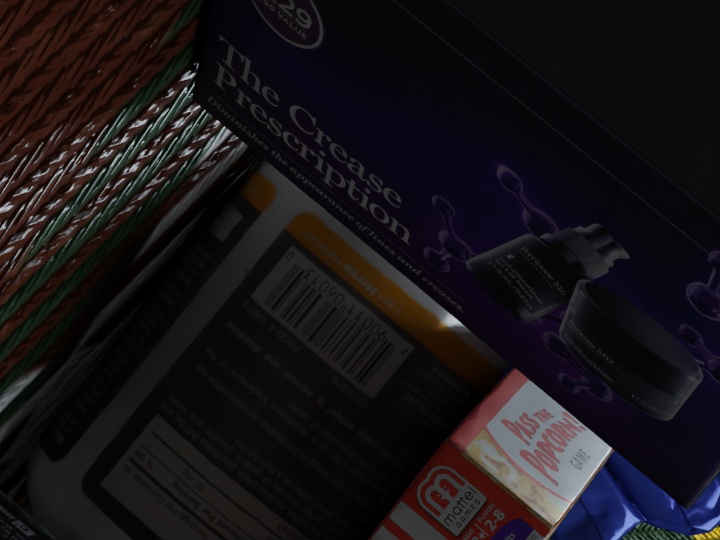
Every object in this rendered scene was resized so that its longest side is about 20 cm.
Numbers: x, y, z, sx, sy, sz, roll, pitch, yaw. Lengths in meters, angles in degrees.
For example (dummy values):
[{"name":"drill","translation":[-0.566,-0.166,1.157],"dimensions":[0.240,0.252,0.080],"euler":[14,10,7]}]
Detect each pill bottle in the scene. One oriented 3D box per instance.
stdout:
[{"name":"pill bottle","translation":[-0.046,0.066,0.936],"dimensions":[0.200,0.116,0.116],"euler":[-51,170,1]}]

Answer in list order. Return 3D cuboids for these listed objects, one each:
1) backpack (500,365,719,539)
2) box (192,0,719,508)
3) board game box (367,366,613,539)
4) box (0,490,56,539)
[{"name":"backpack","translation":[0.113,0.048,1.385],"dimensions":[0.167,0.163,0.200],"euler":[-32,-162,-12]},{"name":"box","translation":[0.054,-0.045,0.750],"dimensions":[0.079,0.200,0.141],"euler":[-45,168,-28]},{"name":"board game box","translation":[0.035,0.094,0.926],"dimensions":[0.152,0.046,0.200],"euler":[-54,174,23]},{"name":"box","translation":[-0.159,0.150,0.772],"dimensions":[0.148,0.104,0.200],"euler":[-52,169,9]}]
